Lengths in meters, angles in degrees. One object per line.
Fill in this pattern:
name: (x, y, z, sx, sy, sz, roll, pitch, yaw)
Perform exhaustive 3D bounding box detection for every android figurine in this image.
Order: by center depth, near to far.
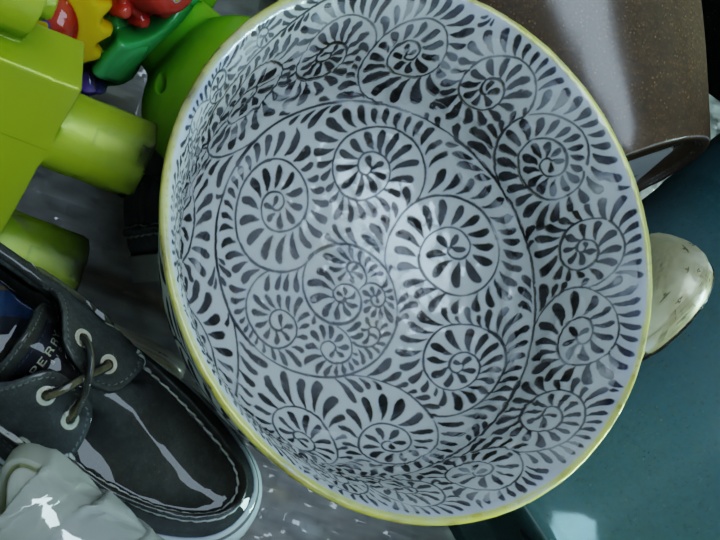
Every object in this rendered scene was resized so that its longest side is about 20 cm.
android figurine: (-0.182, -0.054, 0.955, 0.200, 0.182, 0.041, 20, 36, -17)

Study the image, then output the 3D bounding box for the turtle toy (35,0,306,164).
turtle toy: (-0.104, -0.108, 1.005, 0.200, 0.146, 0.101, 29, 35, -23)

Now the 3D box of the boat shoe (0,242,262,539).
boat shoe: (-0.119, 0.034, 0.926, 0.200, 0.057, 0.069, 34, 68, -5)

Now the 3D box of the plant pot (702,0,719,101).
plant pot: (0.221, -0.190, 1.151, 0.200, 0.178, 0.199, -37, 62, -28)

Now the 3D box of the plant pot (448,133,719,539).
plant pot: (0.136, 0.072, 1.107, 0.188, 0.200, 0.200, -33, 99, -15)

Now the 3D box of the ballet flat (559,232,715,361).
ballet flat: (0.050, 0.015, 1.046, 0.057, 0.200, 0.067, 49, 48, -34)

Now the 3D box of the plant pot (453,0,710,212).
plant pot: (0.062, -0.124, 1.070, 0.187, 0.187, 0.200, -16, 79, -31)

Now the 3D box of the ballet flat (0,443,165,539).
ballet flat: (-0.138, 0.086, 0.897, 0.200, 0.069, 0.070, 8, 76, 0)

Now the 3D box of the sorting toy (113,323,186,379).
sorting toy: (-0.192, 0.089, 0.969, 0.180, 0.107, 0.200, 29, 68, -15)

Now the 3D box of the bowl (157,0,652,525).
bowl: (0.000, 0.000, 0.975, 0.200, 0.094, 0.201, 7, 75, -26)

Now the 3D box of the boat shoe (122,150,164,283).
boat shoe: (-0.008, -0.042, 1.105, 0.200, 0.073, 0.062, -14, 93, -26)
